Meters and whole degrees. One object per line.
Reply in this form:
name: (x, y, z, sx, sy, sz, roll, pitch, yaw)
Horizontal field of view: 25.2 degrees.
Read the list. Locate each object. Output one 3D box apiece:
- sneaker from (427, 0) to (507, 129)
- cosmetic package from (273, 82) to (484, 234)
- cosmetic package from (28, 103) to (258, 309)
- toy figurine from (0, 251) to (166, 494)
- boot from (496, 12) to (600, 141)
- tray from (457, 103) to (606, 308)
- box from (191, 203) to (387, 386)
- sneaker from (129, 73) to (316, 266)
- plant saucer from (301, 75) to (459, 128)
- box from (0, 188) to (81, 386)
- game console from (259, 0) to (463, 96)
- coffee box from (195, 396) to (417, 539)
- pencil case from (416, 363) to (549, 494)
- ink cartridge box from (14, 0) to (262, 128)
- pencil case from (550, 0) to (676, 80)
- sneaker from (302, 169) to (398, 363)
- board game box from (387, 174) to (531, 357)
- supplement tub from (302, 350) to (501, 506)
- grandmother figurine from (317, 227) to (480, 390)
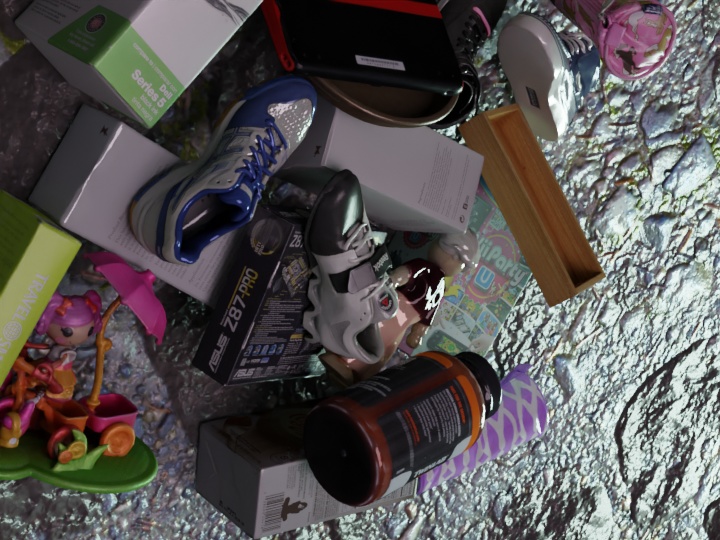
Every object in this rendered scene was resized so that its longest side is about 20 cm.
sneaker: (0.099, -0.207, 1.559, 0.200, 0.099, 0.071, -47, 129, -13)
cosmetic package: (0.009, -0.103, 1.519, 0.199, 0.107, 0.086, 24, 78, -43)
cosmetic package: (-0.180, -0.053, 1.424, 0.199, 0.071, 0.102, 33, 88, -42)
toy figurine: (-0.244, 0.074, 1.368, 0.199, 0.150, 0.186, 3, 111, -41)
boot: (0.195, -0.218, 1.629, 0.091, 0.072, 0.200, -53, 158, -15)
tray: (0.173, -0.067, 1.622, 0.201, 0.037, 0.098, 64, 28, 2)
box: (-0.063, 0.024, 1.509, 0.200, 0.049, 0.162, 0, 118, -64)
sneaker: (-0.100, -0.078, 1.359, 0.200, 0.088, 0.075, -46, 129, -6)
plant saucer: (0.002, -0.204, 1.448, 0.199, 0.201, 0.029, 3, 145, -39)
box: (-0.313, 0.041, 1.325, 0.047, 0.122, 0.201, 30, 89, -33)
game console: (-0.009, -0.237, 1.428, 0.199, 0.178, 0.031, 2, 152, -38)
coffee box: (-0.050, 0.190, 1.606, 0.199, 0.114, 0.080, -9, 115, -36)
pencil case: (0.112, 0.173, 1.752, 0.199, 0.084, 0.086, -20, 97, -32)
ink cartridge box: (-0.162, -0.231, 1.310, 0.200, 0.145, 0.084, -49, 131, -9)
pencil case: (0.228, -0.266, 1.570, 0.082, 0.200, 0.087, -21, 132, -8)
sneaker: (0.000, 0.000, 1.448, 0.074, 0.088, 0.201, -42, 147, -36)
board game box: (0.098, 0.001, 1.674, 0.147, 0.064, 0.201, 32, 87, -42)
supplement tub: (0.047, 0.142, 1.537, 0.199, 0.106, 0.108, -22, 122, -41)
grandmother figurine: (0.043, 0.031, 1.572, 0.200, 0.060, 0.121, -47, 158, -13)
